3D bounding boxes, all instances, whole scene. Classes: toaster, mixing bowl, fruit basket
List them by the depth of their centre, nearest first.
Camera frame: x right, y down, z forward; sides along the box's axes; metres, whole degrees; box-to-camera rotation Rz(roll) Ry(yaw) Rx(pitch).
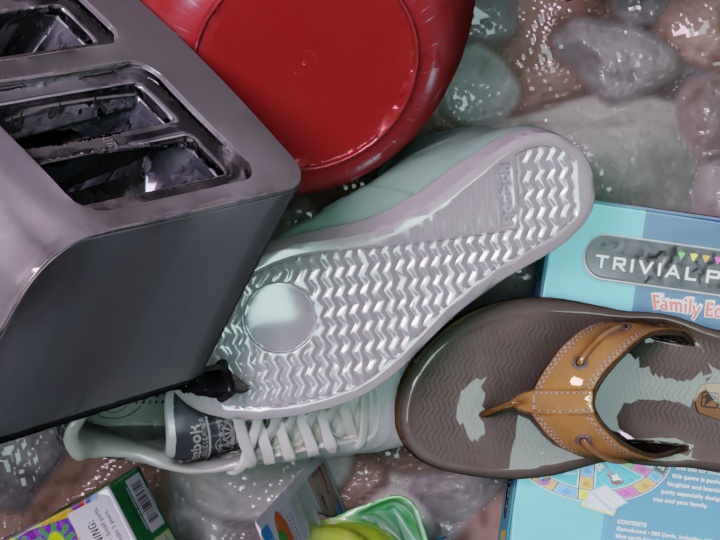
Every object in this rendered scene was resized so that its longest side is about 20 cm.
[{"bbox_3d":[-0.139,-0.032,1.023,0.181,0.200,0.119,45,122,21],"label":"toaster"},{"bbox_3d":[-0.034,-0.108,1.125,0.199,0.109,0.201,-5,118,-10],"label":"mixing bowl"},{"bbox_3d":[0.008,0.174,1.133,0.093,0.200,0.186,-21,91,1],"label":"fruit basket"}]

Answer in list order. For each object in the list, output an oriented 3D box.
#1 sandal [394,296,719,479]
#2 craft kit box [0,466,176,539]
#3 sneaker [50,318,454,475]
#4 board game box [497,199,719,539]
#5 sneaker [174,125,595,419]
[{"bbox_3d":[0.115,0.058,1.155,0.199,0.055,0.082,7,92,-1],"label":"sandal"},{"bbox_3d":[-0.139,0.219,1.188,0.197,0.049,0.201,-28,91,19],"label":"craft kit box"},{"bbox_3d":[-0.039,0.059,1.177,0.199,0.081,0.077,-2,113,-5],"label":"sneaker"},{"bbox_3d":[0.145,0.074,1.207,0.150,0.047,0.201,8,91,-1],"label":"board game box"},{"bbox_3d":[0.000,0.000,1.167,0.200,0.118,0.074,-28,101,-8],"label":"sneaker"}]
